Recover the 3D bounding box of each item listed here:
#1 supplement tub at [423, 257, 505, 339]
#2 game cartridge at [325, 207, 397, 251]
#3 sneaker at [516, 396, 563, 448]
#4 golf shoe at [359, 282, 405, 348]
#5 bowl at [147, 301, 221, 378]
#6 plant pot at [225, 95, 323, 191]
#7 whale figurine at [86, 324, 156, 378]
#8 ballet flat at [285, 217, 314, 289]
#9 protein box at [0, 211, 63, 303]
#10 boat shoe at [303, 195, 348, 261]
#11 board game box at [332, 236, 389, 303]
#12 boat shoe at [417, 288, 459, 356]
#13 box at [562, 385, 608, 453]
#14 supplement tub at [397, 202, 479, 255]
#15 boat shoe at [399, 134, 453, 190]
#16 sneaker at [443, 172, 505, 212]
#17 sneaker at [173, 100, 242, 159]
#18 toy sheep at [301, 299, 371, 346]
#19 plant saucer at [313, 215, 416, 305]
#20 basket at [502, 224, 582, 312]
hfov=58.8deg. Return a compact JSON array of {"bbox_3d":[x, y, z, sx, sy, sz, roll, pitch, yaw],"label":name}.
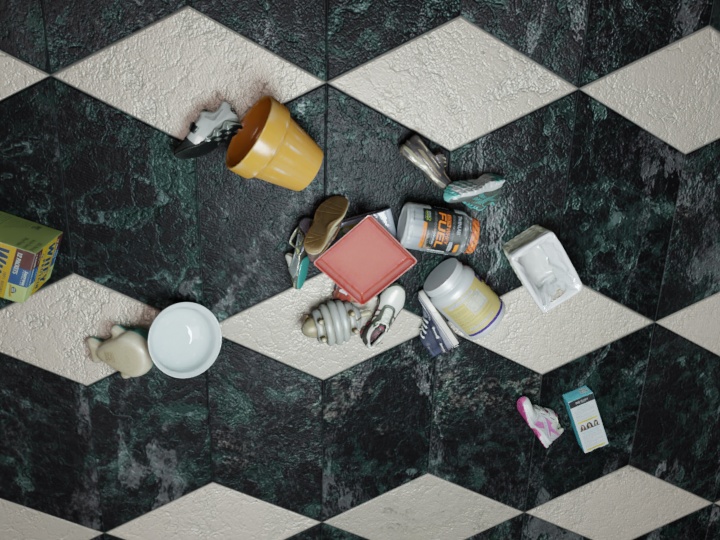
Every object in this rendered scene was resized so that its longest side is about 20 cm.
[{"bbox_3d":[0.284,0.077,1.754,0.145,0.145,0.200,-44,108,8],"label":"supplement tub"},{"bbox_3d":[0.001,-0.082,1.730,0.199,0.040,0.134,-17,113,-1],"label":"game cartridge"},{"bbox_3d":[0.548,0.445,1.945,0.088,0.081,0.200,-36,116,5],"label":"sneaker"},{"bbox_3d":[0.071,0.131,1.780,0.077,0.088,0.200,25,102,-12],"label":"golf shoe"},{"bbox_3d":[-0.482,0.182,1.714,0.201,0.090,0.202,-1,91,-35],"label":"bowl"},{"bbox_3d":[-0.199,-0.293,1.567,0.183,0.200,0.200,28,104,-31],"label":"plant pot"},{"bbox_3d":[-0.640,0.213,1.735,0.199,0.104,0.160,0,111,19],"label":"whale figurine"},{"bbox_3d":[-0.164,-0.050,1.713,0.072,0.072,0.201,14,106,-11],"label":"ballet flat"},{"bbox_3d":[-0.873,-0.042,1.558,0.199,0.199,0.135,19,105,-13],"label":"protein box"},{"bbox_3d":[-0.089,-0.108,1.657,0.072,0.200,0.072,17,147,11],"label":"boat shoe"},{"bbox_3d":[0.000,0.000,1.732,0.103,0.019,0.200,11,119,-15],"label":"board game box"},{"bbox_3d":[0.194,0.155,1.809,0.093,0.075,0.200,-31,102,11],"label":"boat shoe"},{"bbox_3d":[0.696,0.461,1.976,0.082,0.049,0.200,-22,109,1],"label":"box"},{"bbox_3d":[0.205,-0.108,1.697,0.199,0.123,0.123,8,107,-9],"label":"supplement tub"},{"bbox_3d":[0.192,-0.276,1.666,0.200,0.075,0.073,38,95,-22],"label":"boat shoe"},{"bbox_3d":[0.300,-0.192,1.679,0.200,0.078,0.091,-16,124,-29],"label":"sneaker"},{"bbox_3d":[-0.387,-0.348,1.585,0.200,0.074,0.089,-26,80,18],"label":"sneaker"},{"bbox_3d":[-0.064,0.142,1.745,0.199,0.138,0.138,-9,109,-12],"label":"toy sheep"},{"bbox_3d":[0.012,-0.030,1.683,0.200,0.037,0.200,-39,119,16],"label":"plant saucer"},{"bbox_3d":[0.495,-0.011,1.761,0.135,0.123,0.200,-33,108,5],"label":"basket"}]
